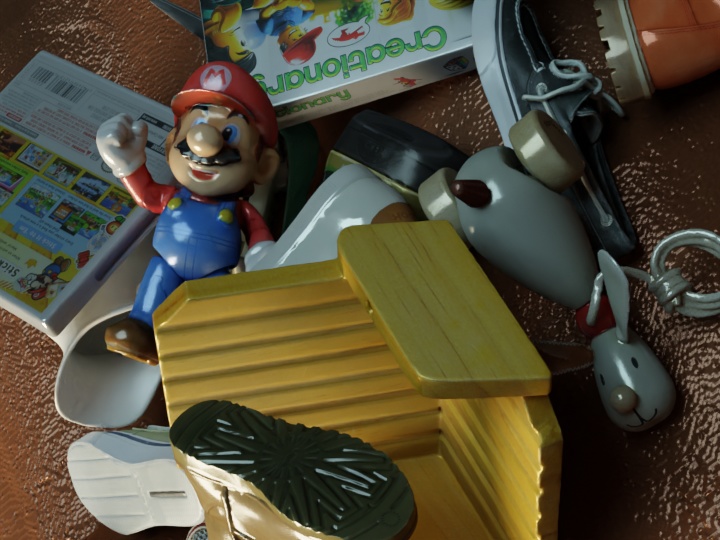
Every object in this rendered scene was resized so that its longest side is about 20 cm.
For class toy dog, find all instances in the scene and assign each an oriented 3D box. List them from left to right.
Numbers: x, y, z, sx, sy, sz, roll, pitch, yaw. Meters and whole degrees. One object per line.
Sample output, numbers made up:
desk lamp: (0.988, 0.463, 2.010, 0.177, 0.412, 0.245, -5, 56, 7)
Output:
toy dog: (0.109, 0.000, 1.086, 0.199, 0.096, 0.133, 38, 112, 16)

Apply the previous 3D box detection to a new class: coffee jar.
coffee jar: (0.000, 0.000, 1.232, 0.104, 0.085, 0.201, 28, 92, 41)

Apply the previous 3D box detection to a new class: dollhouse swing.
dollhouse swing: (-0.004, 0.099, 1.078, 0.174, 0.201, 0.182, -19, 48, -15)

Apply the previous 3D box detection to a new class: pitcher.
pitcher: (-0.181, -0.015, 1.355, 0.172, 0.121, 0.201, -49, 44, 20)

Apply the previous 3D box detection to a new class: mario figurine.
mario figurine: (-0.108, -0.039, 1.212, 0.106, 0.123, 0.202, -3, 74, 58)

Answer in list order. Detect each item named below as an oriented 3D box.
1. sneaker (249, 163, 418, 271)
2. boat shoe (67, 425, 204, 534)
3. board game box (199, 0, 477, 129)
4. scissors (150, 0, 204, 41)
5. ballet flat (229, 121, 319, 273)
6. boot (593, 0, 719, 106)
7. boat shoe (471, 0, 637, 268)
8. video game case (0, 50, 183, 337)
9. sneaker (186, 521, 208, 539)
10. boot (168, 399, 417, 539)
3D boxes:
sneaker: (-0.035, 0.035, 1.149, 0.085, 0.073, 0.201, 40, 98, 34)
boat shoe: (-0.137, 0.142, 1.311, 0.199, 0.062, 0.073, -2, 108, 54)
board game box: (-0.011, -0.174, 1.297, 0.198, 0.035, 0.127, -16, 63, 13)
scissors: (-0.100, -0.178, 1.430, 0.073, 0.014, 0.200, -50, 49, 17)
ballet flat: (-0.077, -0.019, 1.312, 0.067, 0.070, 0.202, 0, 75, 36)
boot: (0.193, -0.199, 1.166, 0.106, 0.075, 0.202, -16, 58, 14)
boat shoe: (0.124, -0.095, 1.173, 0.068, 0.073, 0.201, -25, 62, 27)
video game case: (-0.219, -0.060, 1.325, 0.199, 0.023, 0.182, 26, 67, 37)
sneaker: (-0.081, 0.249, 1.217, 0.080, 0.074, 0.202, -31, 56, 28)
boot: (-0.023, 0.178, 1.083, 0.174, 0.201, 0.066, 24, 50, 39)
